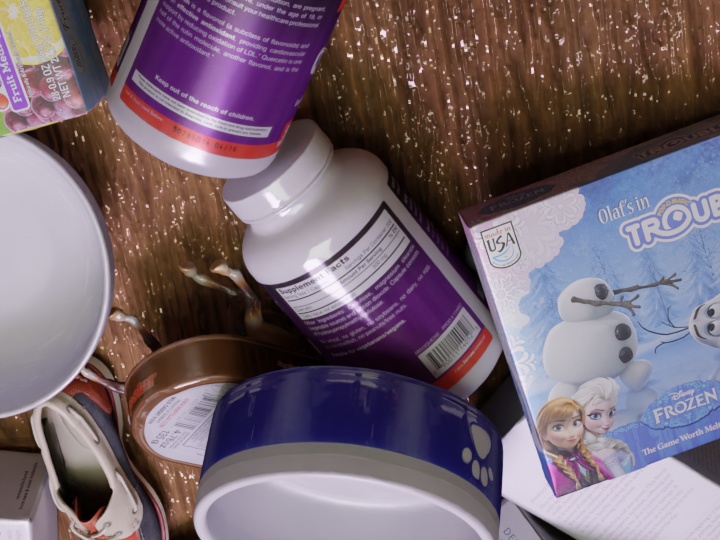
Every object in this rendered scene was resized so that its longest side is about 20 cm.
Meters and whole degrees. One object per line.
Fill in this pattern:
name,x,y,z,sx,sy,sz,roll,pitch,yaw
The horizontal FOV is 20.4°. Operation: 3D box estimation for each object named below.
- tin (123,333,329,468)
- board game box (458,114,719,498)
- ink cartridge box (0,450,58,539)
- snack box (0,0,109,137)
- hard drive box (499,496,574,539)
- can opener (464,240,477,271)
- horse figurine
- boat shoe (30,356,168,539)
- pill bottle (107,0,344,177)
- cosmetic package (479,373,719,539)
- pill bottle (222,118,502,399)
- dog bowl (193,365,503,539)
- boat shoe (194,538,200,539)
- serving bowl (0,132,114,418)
tin,-0.068,0.100,1.379,0.199,0.042,0.112,15,139,-33
board game box,0.187,0.022,1.293,0.199,0.043,0.200,-20,108,-2
ink cartridge box,-0.331,0.208,1.490,0.199,0.084,0.146,4,123,3
snack box,-0.276,-0.157,1.238,0.199,0.068,0.170,-14,105,15
hard drive box,0.090,0.282,1.422,0.200,0.077,0.156,-42,68,13
can opener,0.159,0.032,1.334,0.199,0.067,0.053,24,158,-13
horse figurine,-0.104,0.054,1.386,0.199,0.050,0.133,-34,127,17
boat shoe,-0.192,0.158,1.449,0.071,0.063,0.201,-3,119,16
pill bottle,-0.069,-0.163,1.193,0.112,0.113,0.201,22,117,-9
cosmetic package,0.185,0.140,1.405,0.199,0.071,0.102,31,120,-15
pill bottle,0.000,0.000,1.308,0.112,0.113,0.200,-30,115,22
dog bowl,-0.006,0.143,1.311,0.199,0.079,0.200,6,149,4
boat shoe,-0.140,0.274,1.534,0.063,0.073,0.201,2,133,-50
serving bowl,-0.253,-0.006,1.340,0.199,0.066,0.201,3,103,11
